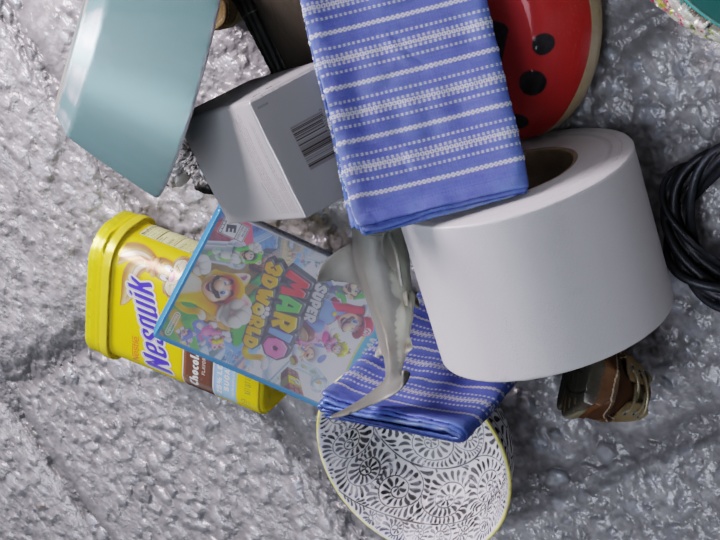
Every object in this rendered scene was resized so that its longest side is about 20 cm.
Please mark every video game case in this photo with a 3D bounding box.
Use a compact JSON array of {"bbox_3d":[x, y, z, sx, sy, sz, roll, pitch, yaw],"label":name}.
[{"bbox_3d":[-0.070,0.039,1.822,0.199,0.018,0.143,24,110,-14],"label":"video game case"}]

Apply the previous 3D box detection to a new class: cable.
[{"bbox_3d":[0.330,-0.030,1.586,0.200,0.051,0.163,34,129,14],"label":"cable"},{"bbox_3d":[-0.089,-0.241,1.698,0.050,0.097,0.200,-29,85,-4],"label":"cable"}]

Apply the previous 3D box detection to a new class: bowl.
[{"bbox_3d":[-0.190,-0.170,1.652,0.105,0.201,0.201,15,128,-11],"label":"bowl"},{"bbox_3d":[0.067,0.153,1.830,0.200,0.094,0.201,15,122,25],"label":"bowl"}]

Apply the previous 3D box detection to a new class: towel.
[{"bbox_3d":[0.069,0.078,1.707,0.144,0.200,0.024,9,123,28],"label":"towel"},{"bbox_3d":[0.041,-0.139,1.532,0.144,0.024,0.201,-13,92,4],"label":"towel"}]

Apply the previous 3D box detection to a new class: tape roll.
[{"bbox_3d":[0.142,-0.016,1.617,0.202,0.203,0.140,-4,113,34],"label":"tape roll"}]

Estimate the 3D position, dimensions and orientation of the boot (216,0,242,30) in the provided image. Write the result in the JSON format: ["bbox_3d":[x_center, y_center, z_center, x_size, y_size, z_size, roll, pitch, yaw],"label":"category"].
[{"bbox_3d":[-0.200,-0.275,1.725,0.073,0.155,0.200,-29,97,40],"label":"boot"}]

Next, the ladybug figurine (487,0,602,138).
[{"bbox_3d":[0.125,-0.189,1.616,0.135,0.072,0.201,17,123,24],"label":"ladybug figurine"}]

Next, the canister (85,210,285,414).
[{"bbox_3d":[-0.160,0.042,1.922,0.199,0.087,0.149,20,123,21],"label":"canister"}]

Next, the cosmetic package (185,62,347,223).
[{"bbox_3d":[-0.070,-0.104,1.640,0.108,0.085,0.200,64,162,-12],"label":"cosmetic package"}]

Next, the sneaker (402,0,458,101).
[{"bbox_3d":[0.063,-0.175,1.574,0.078,0.070,0.201,20,119,42],"label":"sneaker"}]

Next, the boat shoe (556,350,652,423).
[{"bbox_3d":[0.209,0.093,1.665,0.074,0.200,0.076,14,90,3],"label":"boat shoe"}]

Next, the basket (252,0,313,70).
[{"bbox_3d":[-0.002,-0.208,1.654,0.180,0.136,0.201,-9,115,20],"label":"basket"}]

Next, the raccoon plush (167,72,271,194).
[{"bbox_3d":[-0.120,-0.152,1.815,0.134,0.097,0.200,41,100,25],"label":"raccoon plush"}]

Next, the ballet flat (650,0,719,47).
[{"bbox_3d":[0.238,-0.232,1.534,0.200,0.076,0.064,42,161,12],"label":"ballet flat"}]

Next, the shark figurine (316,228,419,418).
[{"bbox_3d":[0.004,0.020,1.676,0.089,0.128,0.215,-6,80,13],"label":"shark figurine"}]
